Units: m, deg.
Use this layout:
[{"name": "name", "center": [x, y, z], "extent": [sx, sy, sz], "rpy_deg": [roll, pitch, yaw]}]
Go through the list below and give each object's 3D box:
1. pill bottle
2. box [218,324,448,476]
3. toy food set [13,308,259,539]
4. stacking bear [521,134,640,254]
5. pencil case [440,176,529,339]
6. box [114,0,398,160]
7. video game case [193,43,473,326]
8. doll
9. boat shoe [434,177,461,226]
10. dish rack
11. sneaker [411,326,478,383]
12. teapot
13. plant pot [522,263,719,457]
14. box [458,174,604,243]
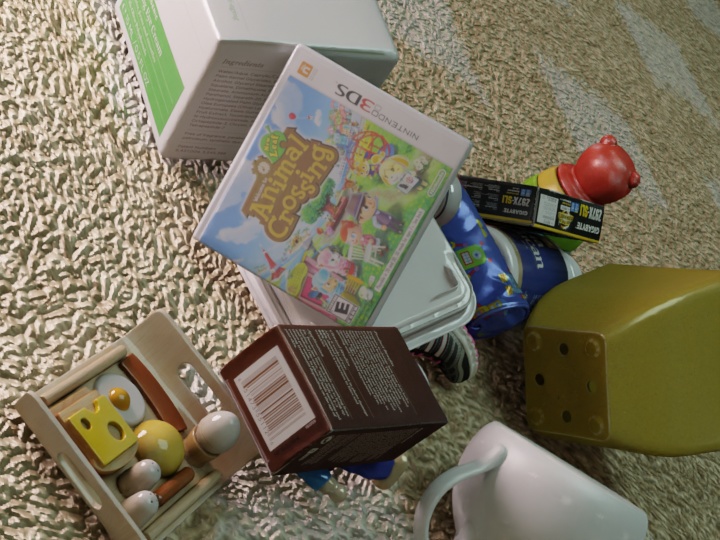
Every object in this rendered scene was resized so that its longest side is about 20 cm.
[{"name": "pill bottle", "center": [0.174, 0.010, 1.783], "extent": [0.199, 0.111, 0.112], "rpy_deg": [7, 50, -55]}, {"name": "box", "center": [-0.019, 0.103, 1.282], "extent": [0.200, 0.075, 0.101], "rpy_deg": [4, 52, -58]}, {"name": "toy food set", "center": [-0.158, 0.117, 1.170], "extent": [0.144, 0.060, 0.200], "rpy_deg": [52, 25, 1]}, {"name": "stacking bear", "center": [0.254, -0.083, 1.926], "extent": [0.113, 0.200, 0.122], "rpy_deg": [2, 54, -57]}, {"name": "pencil case", "center": [0.102, -0.020, 1.661], "extent": [0.201, 0.086, 0.078], "rpy_deg": [62, -16, 21]}, {"name": "box", "center": [-0.104, -0.232, 1.511], "extent": [0.199, 0.172, 0.200], "rpy_deg": [0, 55, -32]}, {"name": "video game case", "center": [-0.025, -0.071, 1.395], "extent": [0.181, 0.201, 0.022], "rpy_deg": [30, 5, 3]}, {"name": "doll", "center": [-0.039, 0.143, 1.342], "extent": [0.199, 0.048, 0.137], "rpy_deg": [21, 38, -46]}, {"name": "boat shoe", "center": [0.021, -0.093, 1.630], "extent": [0.065, 0.072, 0.200], "rpy_deg": [6, 14, -42]}, {"name": "dish rack", "center": [0.000, 0.000, 1.460], "extent": [0.199, 0.044, 0.172], "rpy_deg": [-22, 70, -22]}, {"name": "sneaker", "center": [0.052, 0.060, 1.576], "extent": [0.074, 0.087, 0.200], "rpy_deg": [45, -8, 44]}, {"name": "teapot", "center": [0.155, 0.241, 1.433], "extent": [0.199, 0.147, 0.197], "rpy_deg": [32, -1, 7]}, {"name": "plant pot", "center": [0.283, 0.105, 1.699], "extent": [0.199, 0.195, 0.196], "rpy_deg": [-9, 99, -41]}, {"name": "box", "center": [0.158, -0.076, 1.795], "extent": [0.159, 0.199, 0.050], "rpy_deg": [7, 93, -54]}]
